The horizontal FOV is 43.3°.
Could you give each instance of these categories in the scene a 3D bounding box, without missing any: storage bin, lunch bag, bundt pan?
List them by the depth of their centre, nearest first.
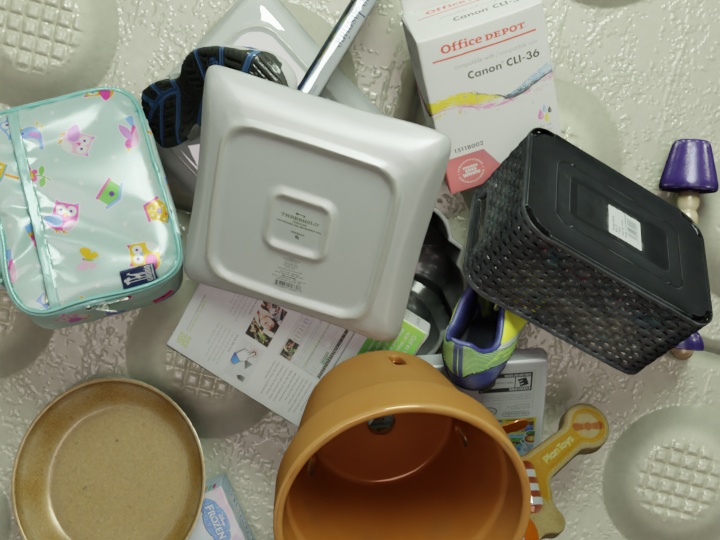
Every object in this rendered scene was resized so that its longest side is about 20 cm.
[{"bbox_3d":[-0.248,-0.052,0.801,0.159,0.077,0.202,-15,79,-16],"label":"lunch bag"},{"bbox_3d":[0.201,-0.016,0.805,0.199,0.136,0.094,27,135,-14],"label":"storage bin"},{"bbox_3d":[0.000,0.000,0.868,0.199,0.076,0.204,0,111,-1],"label":"bundt pan"}]

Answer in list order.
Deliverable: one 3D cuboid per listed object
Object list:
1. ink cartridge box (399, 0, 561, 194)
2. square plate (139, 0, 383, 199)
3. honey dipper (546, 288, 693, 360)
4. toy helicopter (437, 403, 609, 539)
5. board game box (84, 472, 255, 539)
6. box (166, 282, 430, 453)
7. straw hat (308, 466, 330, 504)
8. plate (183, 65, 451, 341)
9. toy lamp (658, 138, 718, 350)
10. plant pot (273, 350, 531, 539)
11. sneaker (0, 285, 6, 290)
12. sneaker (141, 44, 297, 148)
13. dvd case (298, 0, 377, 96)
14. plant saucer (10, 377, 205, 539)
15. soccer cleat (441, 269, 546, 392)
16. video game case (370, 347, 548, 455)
[{"bbox_3d":[0.108,-0.182,0.817,0.115,0.068,0.201,-18,127,2],"label":"ink cartridge box"},{"bbox_3d":[-0.099,-0.138,0.882,0.198,0.028,0.200,-43,97,5],"label":"square plate"},{"bbox_3d":[0.246,0.050,0.913,0.198,0.038,0.038,20,98,-6],"label":"honey dipper"},{"bbox_3d":[0.148,0.182,0.840,0.199,0.079,0.132,-32,67,-25],"label":"toy helicopter"},{"bbox_3d":[-0.192,0.342,0.944,0.197,0.043,0.202,-22,98,3],"label":"board game box"},{"bbox_3d":[-0.057,0.058,0.815,0.199,0.036,0.145,33,108,1],"label":"box"},{"bbox_3d":[-0.024,0.274,0.866,0.084,0.201,0.203,16,98,-16],"label":"straw hat"},{"bbox_3d":[-0.046,-0.041,0.725,0.198,0.032,0.202,17,123,5],"label":"plate"},{"bbox_3d":[0.314,-0.026,0.885,0.058,0.058,0.202,6,90,-2],"label":"toy lamp"},{"bbox_3d":[0.025,0.160,0.744,0.198,0.140,0.202,-3,114,-6],"label":"plant pot"},{"bbox_3d":[-0.290,-0.052,0.867,0.198,0.075,0.115,-12,97,-1],"label":"sneaker"},{"bbox_3d":[-0.113,-0.156,0.775,0.077,0.199,0.076,-28,109,-36],"label":"sneaker"},{"bbox_3d":[-0.017,-0.204,0.795,0.017,0.143,0.201,31,83,-10],"label":"dvd case"},{"bbox_3d":[-0.246,0.209,0.903,0.198,0.035,0.203,-1,79,6],"label":"plant saucer"},{"bbox_3d":[0.132,0.018,0.832,0.064,0.084,0.201,15,55,25],"label":"soccer cleat"},{"bbox_3d":[0.080,0.158,0.896,0.198,0.023,0.184,-4,124,-1],"label":"video game case"}]
